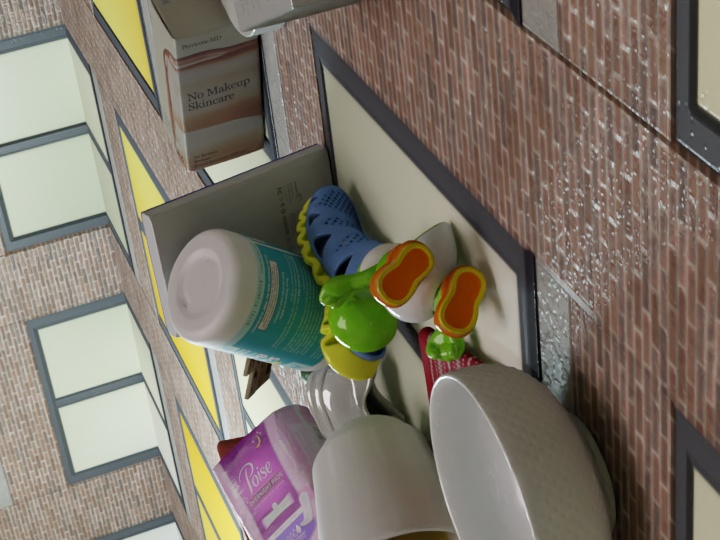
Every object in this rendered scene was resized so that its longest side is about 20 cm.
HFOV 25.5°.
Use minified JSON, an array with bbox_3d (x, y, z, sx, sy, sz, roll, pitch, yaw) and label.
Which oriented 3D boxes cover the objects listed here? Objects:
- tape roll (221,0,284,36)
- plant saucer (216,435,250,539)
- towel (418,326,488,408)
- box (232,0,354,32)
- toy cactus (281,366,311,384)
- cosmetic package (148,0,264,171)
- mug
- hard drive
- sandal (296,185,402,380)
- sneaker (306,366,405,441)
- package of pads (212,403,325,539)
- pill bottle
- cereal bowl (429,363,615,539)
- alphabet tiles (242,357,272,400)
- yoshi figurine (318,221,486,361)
[{"bbox_3d":[-0.122,-0.335,1.595,0.203,0.037,0.204,164,90,-76],"label":"tape roll"},{"bbox_3d":[-0.060,0.273,1.829,0.037,0.200,0.200,-27,77,35],"label":"plant saucer"},{"bbox_3d":[0.101,0.134,1.321,0.200,0.022,0.145,-149,46,-66],"label":"towel"},{"bbox_3d":[-0.045,-0.278,1.235,0.200,0.106,0.153,-167,62,-74],"label":"box"},{"bbox_3d":[-0.040,0.155,1.757,0.165,0.102,0.201,133,128,-62],"label":"toy cactus"},{"bbox_3d":[-0.169,-0.219,1.770,0.200,0.103,0.087,88,158,-49],"label":"cosmetic package"},{"bbox_3d":[0.015,0.233,1.503,0.187,0.149,0.154,-59,36,39],"label":"mug"},{"bbox_3d":[-0.112,-0.031,1.568,0.025,0.199,0.132,29,136,51],"label":"hard drive"},{"bbox_3d":[0.000,0.000,1.477,0.087,0.079,0.201,-41,52,34],"label":"sandal"},{"bbox_3d":[0.020,0.182,1.599,0.088,0.075,0.201,-11,117,32],"label":"sneaker"},{"bbox_3d":[-0.062,0.253,1.674,0.121,0.076,0.200,-45,61,26],"label":"package of pads"},{"bbox_3d":[-0.079,0.034,1.527,0.111,0.200,0.111,-18,64,42],"label":"pill bottle"},{"bbox_3d":[0.124,0.158,1.138,0.200,0.083,0.201,164,90,-75],"label":"cereal bowl"},{"bbox_3d":[-0.091,0.032,1.700,0.166,0.006,0.201,-44,-33,-77],"label":"alphabet tiles"},{"bbox_3d":[0.027,0.029,1.301,0.200,0.112,0.113,179,75,-77],"label":"yoshi figurine"}]
